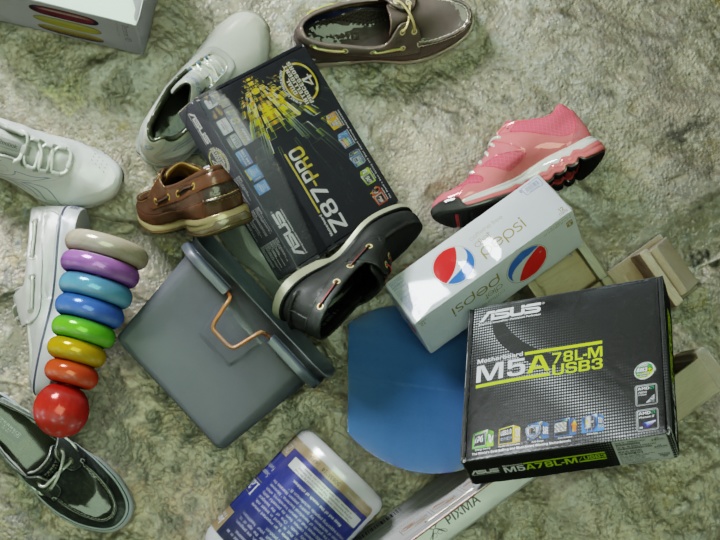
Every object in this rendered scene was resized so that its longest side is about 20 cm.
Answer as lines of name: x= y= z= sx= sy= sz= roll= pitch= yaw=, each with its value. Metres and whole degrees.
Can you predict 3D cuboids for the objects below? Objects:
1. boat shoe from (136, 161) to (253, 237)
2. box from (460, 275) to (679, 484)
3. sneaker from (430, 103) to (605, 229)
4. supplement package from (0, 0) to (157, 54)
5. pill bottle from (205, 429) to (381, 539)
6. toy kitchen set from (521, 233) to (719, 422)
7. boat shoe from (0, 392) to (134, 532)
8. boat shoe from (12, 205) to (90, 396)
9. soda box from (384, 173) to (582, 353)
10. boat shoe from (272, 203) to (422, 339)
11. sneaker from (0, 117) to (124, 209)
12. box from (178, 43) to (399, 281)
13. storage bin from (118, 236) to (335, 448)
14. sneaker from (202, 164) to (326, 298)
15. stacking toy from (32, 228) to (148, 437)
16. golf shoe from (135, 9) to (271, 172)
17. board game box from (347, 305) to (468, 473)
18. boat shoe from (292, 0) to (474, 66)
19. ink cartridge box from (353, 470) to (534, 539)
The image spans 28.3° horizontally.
boat shoe: x=-0.171 y=-0.076 z=1.422 sx=0.072 sy=0.200 sz=0.068 roll=-23 pitch=104 yaw=-27
box: x=0.197 y=0.102 z=1.355 sx=0.199 sy=0.048 sz=0.194 roll=-10 pitch=46 yaw=19
sneaker: x=0.156 y=-0.111 z=1.522 sx=0.199 sy=0.074 sz=0.087 roll=-24 pitch=71 yaw=-9
supplement package: x=-0.310 y=-0.310 z=1.472 sx=0.199 sy=0.114 sz=0.110 roll=13 pitch=82 yaw=-2
pill bottle: x=-0.083 y=0.268 z=1.433 sx=0.116 sy=0.116 sz=0.200 roll=44 pitch=82 yaw=1
toy kitchen set: x=0.292 y=0.035 z=1.453 sx=0.163 sy=0.180 sz=0.200 roll=-35 pitch=87 yaw=-8
boat shoe: x=-0.317 y=0.198 z=1.444 sx=0.200 sy=0.071 sz=0.072 roll=36 pitch=83 yaw=-1
boat shoe: x=-0.324 y=0.031 z=1.462 sx=0.065 sy=0.072 sz=0.201 roll=5 pitch=87 yaw=7
soda box: x=0.128 y=-0.007 z=1.468 sx=0.200 sy=0.068 sz=0.064 roll=-35 pitch=54 yaw=-3
boat shoe: x=0.000 y=0.002 z=1.441 sx=0.063 sy=0.074 sz=0.201 roll=31 pitch=49 yaw=26
sneaker: x=-0.341 y=-0.114 z=1.465 sx=0.199 sy=0.087 sz=0.075 roll=14 pitch=82 yaw=-4
box: x=-0.071 y=-0.113 z=1.462 sx=0.161 sy=0.049 sz=0.201 roll=-33 pitch=94 yaw=-37
storage bin: x=-0.142 y=0.079 z=1.444 sx=0.134 sy=0.146 sz=0.200 roll=-44 pitch=89 yaw=3
sneaker: x=-0.086 y=-0.040 z=1.494 sx=0.088 sy=0.075 sz=0.200 roll=-39 pitch=93 yaw=-21
stacking toy: x=-0.275 y=0.065 z=1.404 sx=0.085 sy=0.085 sz=0.201 roll=16 pitch=80 yaw=-3
golf shoe: x=-0.158 y=-0.191 z=1.482 sx=0.078 sy=0.097 sz=0.201 roll=33 pitch=81 yaw=1
board game box: x=0.059 y=0.129 z=1.476 sx=0.157 sy=0.039 sz=0.201 roll=8 pitch=53 yaw=-11
boat shoe: x=0.027 y=-0.259 z=1.520 sx=0.199 sy=0.060 sz=0.072 roll=-7 pitch=84 yaw=-5
ink cartridge box: x=0.089 y=0.240 z=1.417 sx=0.200 sy=0.176 sz=0.045 roll=-35 pitch=93 yaw=-6
